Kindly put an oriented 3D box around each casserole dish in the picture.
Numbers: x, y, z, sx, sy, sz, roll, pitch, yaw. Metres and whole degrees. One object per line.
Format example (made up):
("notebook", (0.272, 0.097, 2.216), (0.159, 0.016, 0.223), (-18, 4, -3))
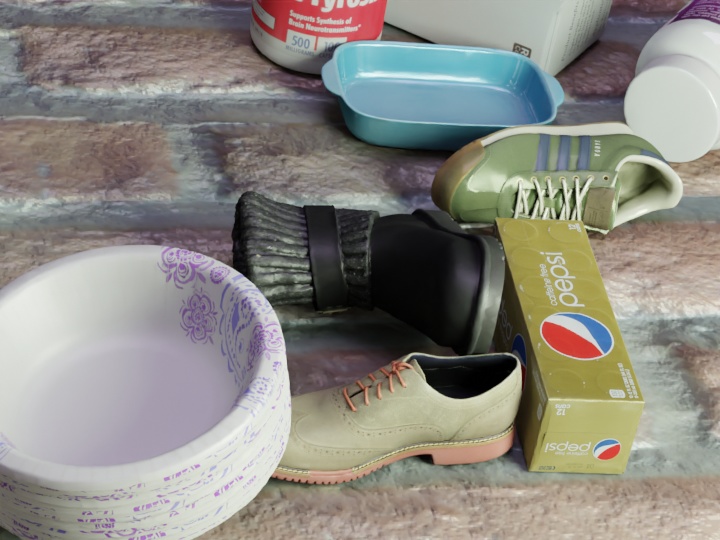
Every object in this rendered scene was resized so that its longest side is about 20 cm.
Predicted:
("casserole dish", (0.064, -0.136, 1.629), (0.198, 0.039, 0.121), (2, 36, -12))

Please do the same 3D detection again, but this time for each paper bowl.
("paper bowl", (-0.140, 0.086, 1.199), (0.199, 0.105, 0.201), (-2, 41, 2))

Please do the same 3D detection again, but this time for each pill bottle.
("pill bottle", (-0.026, -0.271, 1.651), (0.111, 0.201, 0.113), (6, 36, -5))
("pill bottle", (0.292, -0.167, 1.664), (0.112, 0.113, 0.200), (25, 38, 20))

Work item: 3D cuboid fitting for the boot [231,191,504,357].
("boot", (-0.001, 0.002, 1.359), (0.157, 0.080, 0.211), (5, 9, -16))

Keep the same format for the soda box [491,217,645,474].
("soda box", (0.133, 0.047, 1.374), (0.067, 0.064, 0.201), (2, 36, -10))

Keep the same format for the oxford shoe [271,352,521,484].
("oxford shoe", (0.009, 0.083, 1.283), (0.199, 0.075, 0.071), (-7, 42, -21))

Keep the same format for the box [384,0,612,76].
("box", (0.117, -0.296, 1.721), (0.199, 0.200, 0.131), (26, 38, 20))

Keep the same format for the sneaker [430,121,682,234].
("sneaker", (0.157, -0.064, 1.526), (0.199, 0.068, 0.090), (-12, 36, -33))
